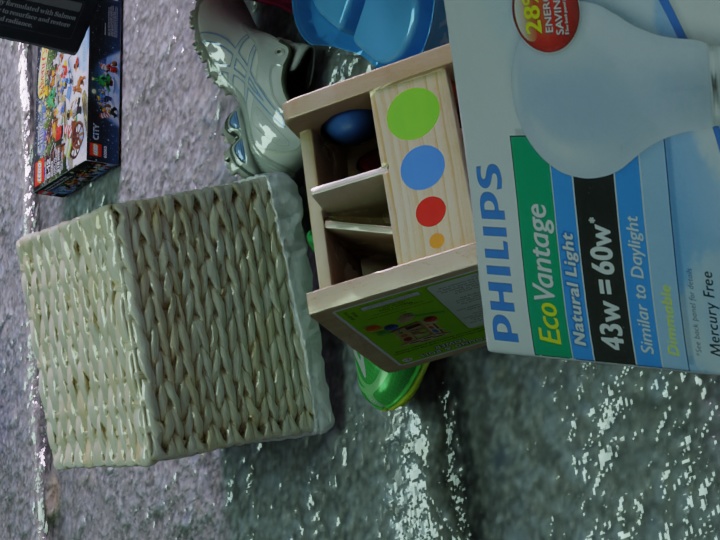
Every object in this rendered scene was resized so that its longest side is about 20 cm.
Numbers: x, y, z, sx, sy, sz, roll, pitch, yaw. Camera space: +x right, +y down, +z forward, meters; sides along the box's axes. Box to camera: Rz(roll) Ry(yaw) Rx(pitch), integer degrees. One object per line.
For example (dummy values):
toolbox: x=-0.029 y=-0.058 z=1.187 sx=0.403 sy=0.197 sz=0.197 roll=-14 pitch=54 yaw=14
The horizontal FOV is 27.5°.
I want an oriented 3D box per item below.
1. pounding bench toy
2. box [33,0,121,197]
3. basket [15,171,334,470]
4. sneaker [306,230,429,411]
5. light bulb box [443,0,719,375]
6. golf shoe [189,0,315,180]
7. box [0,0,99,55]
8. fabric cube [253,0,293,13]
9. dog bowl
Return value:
pounding bench toy: x=0.072 y=-0.053 z=0.881 sx=0.197 sy=0.124 sz=0.158 roll=-17 pitch=65 yaw=19
box: x=-0.294 y=-0.190 z=1.522 sx=0.136 sy=0.037 sz=0.203 roll=-19 pitch=68 yaw=53
basket: x=-0.145 y=0.042 z=1.118 sx=0.197 sy=0.159 sz=0.203 roll=-12 pitch=86 yaw=55
sneaker: x=0.000 y=0.000 z=1.014 sx=0.074 sy=0.083 sz=0.203 roll=-29 pitch=61 yaw=49
light bulb box: x=0.156 y=-0.065 z=0.674 sx=0.198 sy=0.124 sz=0.201 roll=2 pitch=107 yaw=43
golf shoe: x=-0.073 y=-0.163 z=1.182 sx=0.097 sy=0.078 sz=0.202 roll=-35 pitch=60 yaw=26
box: x=-0.249 y=-0.302 z=1.070 sx=0.201 sy=0.116 sz=0.197 roll=-60 pitch=42 yaw=26
fabric cube: x=-0.138 y=-0.350 z=1.189 sx=0.199 sy=0.194 sz=0.202 roll=45 pitch=119 yaw=47
dog bowl: x=0.017 y=-0.196 z=1.055 sx=0.200 sy=0.049 sz=0.113 roll=48 pitch=125 yaw=49
